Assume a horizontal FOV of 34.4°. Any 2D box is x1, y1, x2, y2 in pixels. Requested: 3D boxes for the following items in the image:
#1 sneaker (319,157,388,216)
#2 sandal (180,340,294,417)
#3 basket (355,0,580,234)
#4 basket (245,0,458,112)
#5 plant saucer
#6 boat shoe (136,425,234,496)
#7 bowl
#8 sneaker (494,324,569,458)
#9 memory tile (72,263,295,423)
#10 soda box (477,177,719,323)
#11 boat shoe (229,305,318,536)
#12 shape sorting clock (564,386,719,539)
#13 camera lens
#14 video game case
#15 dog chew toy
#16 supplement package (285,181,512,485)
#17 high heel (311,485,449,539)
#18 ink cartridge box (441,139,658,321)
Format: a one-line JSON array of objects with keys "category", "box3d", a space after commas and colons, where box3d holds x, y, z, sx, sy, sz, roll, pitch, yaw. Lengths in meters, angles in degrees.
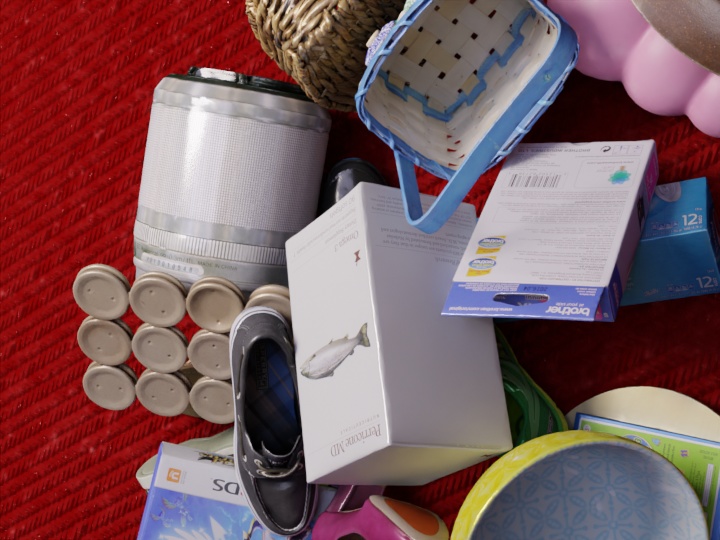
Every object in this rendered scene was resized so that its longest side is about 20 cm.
[{"category": "sneaker", "box3d": [0.000, 0.000, 1.014, 0.072, 0.082, 0.203, -3, 87, 2]}, {"category": "sandal", "box3d": [-0.106, 0.082, 1.078, 0.210, 0.078, 0.070, -16, 39, 40]}, {"category": "basket", "box3d": [0.078, -0.140, 0.874, 0.177, 0.138, 0.201, -51, 30, 22]}, {"category": "basket", "box3d": [-0.026, -0.234, 0.993, 0.143, 0.200, 0.149, -46, 71, 15]}, {"category": "plant saucer", "box3d": [0.277, -0.225, 0.861, 0.202, 0.199, 0.037, 60, 147, 18]}, {"category": "boat shoe", "box3d": [-0.105, 0.175, 1.064, 0.199, 0.072, 0.061, -20, 104, 14]}, {"category": "bowl", "box3d": [0.145, 0.204, 0.865, 0.198, 0.108, 0.203, -3, 103, -15]}, {"category": "sneaker", "box3d": [0.092, 0.084, 0.962, 0.200, 0.083, 0.074, 45, 107, 33]}, {"category": "memory tile", "box3d": [-0.145, 0.066, 0.988, 0.198, 0.017, 0.155, 7, 125, 7]}, {"category": "soda box", "box3d": [0.185, -0.014, 0.932, 0.198, 0.068, 0.065, -10, 41, 23]}, {"category": "boat shoe", "box3d": [-0.067, 0.131, 0.934, 0.069, 0.066, 0.202, -5, 106, -9]}, {"category": "shape sorting clock", "box3d": [0.224, 0.193, 0.920, 0.198, 0.039, 0.203, -4, 82, 29]}, {"category": "camera lens", "box3d": [-0.115, -0.072, 1.033, 0.158, 0.160, 0.202, 13, 97, 25]}, {"category": "video game case", "box3d": [-0.109, 0.267, 1.008, 0.179, 0.045, 0.202, 14, 94, -10]}, {"category": "dog chew toy", "box3d": [0.243, -0.180, 0.910, 0.200, 0.124, 0.125, 42, 102, 15]}, {"category": "supplement package", "box3d": [0.025, 0.054, 0.894, 0.117, 0.116, 0.202, -34, 56, 48]}, {"category": "high heel", "box3d": [0.011, 0.220, 0.900, 0.067, 0.200, 0.097, 21, 87, -13]}, {"category": "ink cartridge box", "box3d": [0.145, -0.024, 0.869, 0.118, 0.042, 0.201, 2, 41, 27]}]
